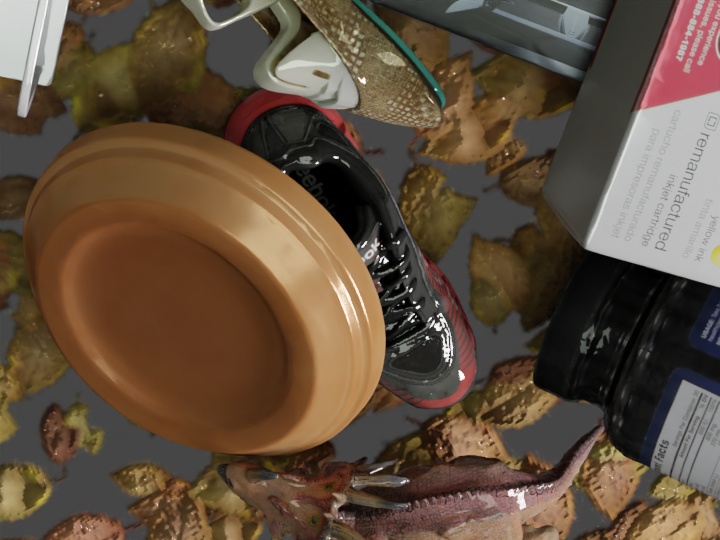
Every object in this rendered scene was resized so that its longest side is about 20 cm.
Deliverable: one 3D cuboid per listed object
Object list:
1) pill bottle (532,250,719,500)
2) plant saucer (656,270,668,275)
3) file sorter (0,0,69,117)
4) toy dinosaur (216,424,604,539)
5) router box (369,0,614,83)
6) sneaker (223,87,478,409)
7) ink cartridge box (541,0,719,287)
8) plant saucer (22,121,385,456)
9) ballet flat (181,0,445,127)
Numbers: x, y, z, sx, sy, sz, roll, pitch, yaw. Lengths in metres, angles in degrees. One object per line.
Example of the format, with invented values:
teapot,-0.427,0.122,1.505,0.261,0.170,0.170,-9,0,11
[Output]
pill bottle,0.196,0.063,0.967,0.200,0.112,0.112,26,107,15
plant saucer,0.232,-0.065,0.997,0.200,0.034,0.201,-1,109,-4
file sorter,-0.231,-0.161,0.870,0.199,0.125,0.139,12,108,-10
toy dinosaur,0.038,0.126,0.982,0.199,0.086,0.136,-18,148,3
router box,0.123,-0.172,0.921,0.200,0.052,0.158,21,106,-1
sneaker,0.000,0.000,0.963,0.071,0.098,0.201,-32,110,4
ink cartridge box,0.207,-0.062,0.876,0.199,0.083,0.145,15,107,-14
plant saucer,-0.085,0.020,0.938,0.200,0.037,0.201,15,132,17
ballet flat,-0.044,-0.128,0.926,0.200,0.070,0.065,45,70,-10
